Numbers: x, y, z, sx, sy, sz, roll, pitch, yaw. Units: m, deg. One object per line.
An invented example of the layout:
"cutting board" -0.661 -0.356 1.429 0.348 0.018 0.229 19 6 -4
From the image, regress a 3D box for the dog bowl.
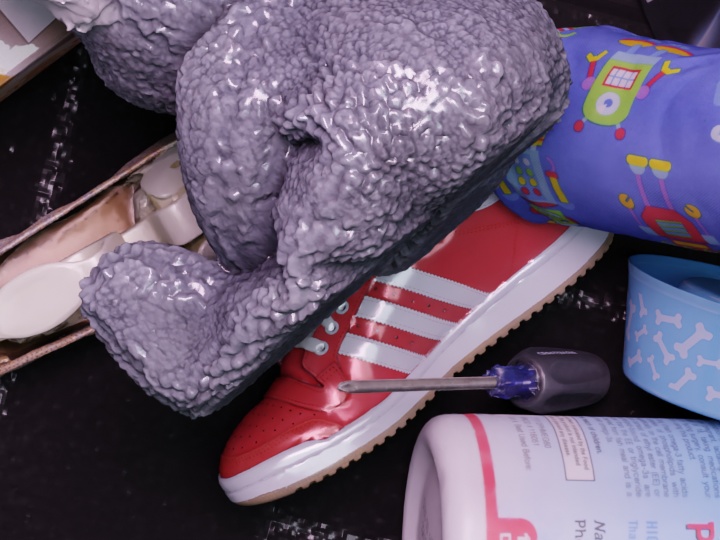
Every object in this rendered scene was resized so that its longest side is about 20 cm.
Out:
"dog bowl" 0.202 0.043 1.200 0.200 0.111 0.050 13 100 -9

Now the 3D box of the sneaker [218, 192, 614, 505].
"sneaker" 0.000 0.000 1.176 0.200 0.071 0.113 -39 108 -16

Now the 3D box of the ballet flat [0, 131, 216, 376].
"ballet flat" -0.094 -0.008 1.170 0.200 0.067 0.068 -32 95 -9

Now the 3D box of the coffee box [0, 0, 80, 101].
"coffee box" -0.149 -0.114 1.141 0.200 0.114 0.080 -38 95 -8

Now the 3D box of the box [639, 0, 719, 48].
"box" 0.171 -0.104 1.169 0.043 0.160 0.200 -25 93 -15

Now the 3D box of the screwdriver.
"screwdriver" 0.043 0.042 1.148 0.028 0.200 0.029 -51 60 21

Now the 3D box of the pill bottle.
"pill bottle" 0.123 0.115 1.182 0.200 0.109 0.109 1 88 -9

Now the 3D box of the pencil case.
"pencil case" 0.136 -0.052 1.094 0.078 0.200 0.087 33 74 -40

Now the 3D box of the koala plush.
"koala plush" -0.041 -0.089 1.032 0.200 0.184 0.177 51 51 4
